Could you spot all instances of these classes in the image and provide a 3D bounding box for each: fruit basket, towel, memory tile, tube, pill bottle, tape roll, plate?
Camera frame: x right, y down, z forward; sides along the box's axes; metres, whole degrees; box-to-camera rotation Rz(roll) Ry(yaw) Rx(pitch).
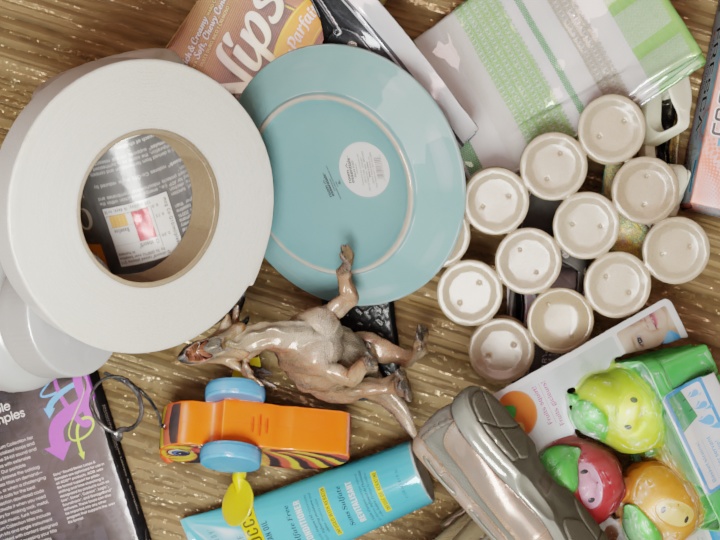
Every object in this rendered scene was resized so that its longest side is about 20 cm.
[{"bbox_3d":[0.184,0.143,0.928,0.199,0.094,0.186,-26,92,-24],"label":"fruit basket"},{"bbox_3d":[0.138,-0.162,0.986,0.199,0.031,0.150,-34,78,20],"label":"towel"},{"bbox_3d":[0.145,-0.021,0.965,0.199,0.017,0.154,-30,95,8],"label":"memory tile"},{"bbox_3d":[-0.040,0.196,1.034,0.199,0.050,0.078,-25,82,9],"label":"tube"},{"bbox_3d":[-0.278,0.036,0.971,0.199,0.109,0.111,-4,91,35],"label":"pill bottle"},{"bbox_3d":[-0.151,-0.044,0.894,0.201,0.037,0.205,-7,102,-34],"label":"tape roll"},{"bbox_3d":[-0.162,-0.055,0.979,0.115,0.117,0.202,-13,110,4],"label":"pill bottle"},{"bbox_3d":[-0.019,-0.065,0.960,0.199,0.026,0.202,10,114,24],"label":"plate"}]

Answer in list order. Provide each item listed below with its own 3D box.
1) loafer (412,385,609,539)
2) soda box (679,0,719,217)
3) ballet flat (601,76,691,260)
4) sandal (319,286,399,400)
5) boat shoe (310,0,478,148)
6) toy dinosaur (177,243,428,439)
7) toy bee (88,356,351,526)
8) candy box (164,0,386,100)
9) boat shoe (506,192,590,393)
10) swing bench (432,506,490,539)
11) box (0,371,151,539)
[{"bbox_3d":[0.113,0.172,0.869,0.063,0.072,0.201,-39,84,26],"label":"loafer"},{"bbox_3d":[0.297,-0.139,0.996,0.068,0.064,0.202,11,92,3],"label":"soda box"},{"bbox_3d":[0.222,-0.093,0.994,0.070,0.071,0.202,2,89,3],"label":"ballet flat"},{"bbox_3d":[-0.001,0.001,1.029,0.075,0.048,0.202,4,104,6],"label":"sandal"},{"bbox_3d":[0.001,-0.158,0.964,0.068,0.072,0.200,-40,102,2],"label":"boat shoe"},{"bbox_3d":[-0.033,0.066,0.980,0.135,0.200,0.086,-22,45,28],"label":"toy dinosaur"},{"bbox_3d":[-0.112,0.120,1.019,0.199,0.109,0.132,31,61,-10],"label":"toy bee"},{"bbox_3d":[-0.061,-0.197,1.021,0.115,0.055,0.201,35,93,2],"label":"candy box"},{"bbox_3d":[0.145,0.023,1.010,0.066,0.057,0.202,3,91,4],"label":"boat shoe"},{"bbox_3d":[0.119,0.279,0.970,0.199,0.130,0.200,-34,87,-34],"label":"swing bench"},{"bbox_3d":[-0.257,0.176,1.050,0.142,0.036,0.202,-17,91,3],"label":"box"}]
